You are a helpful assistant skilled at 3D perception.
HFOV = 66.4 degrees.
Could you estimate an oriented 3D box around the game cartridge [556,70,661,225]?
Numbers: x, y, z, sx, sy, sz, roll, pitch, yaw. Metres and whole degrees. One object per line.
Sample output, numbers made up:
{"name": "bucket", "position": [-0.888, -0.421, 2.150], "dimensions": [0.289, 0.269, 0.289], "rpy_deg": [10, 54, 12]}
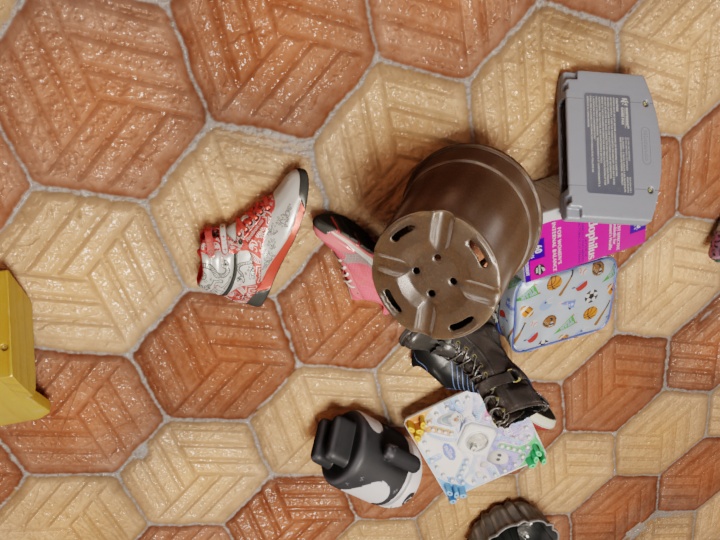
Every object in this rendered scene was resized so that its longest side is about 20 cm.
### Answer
{"name": "game cartridge", "position": [0.331, -0.162, 0.734], "dimensions": [0.129, 0.042, 0.206], "rpy_deg": [4, 80, -7]}

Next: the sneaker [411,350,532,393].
{"name": "sneaker", "position": [0.174, 0.162, 0.879], "dimensions": [0.197, 0.070, 0.079], "rpy_deg": [30, 125, 10]}

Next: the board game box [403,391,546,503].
{"name": "board game box", "position": [0.201, 0.295, 0.946], "dimensions": [0.196, 0.026, 0.203], "rpy_deg": [-26, 112, 10]}

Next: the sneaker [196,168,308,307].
{"name": "sneaker", "position": [-0.146, -0.050, 0.714], "dimensions": [0.106, 0.068, 0.205], "rpy_deg": [17, 114, -25]}

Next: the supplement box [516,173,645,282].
{"name": "supplement box", "position": [0.302, -0.076, 0.804], "dimensions": [0.195, 0.104, 0.103], "rpy_deg": [-19, 119, -7]}

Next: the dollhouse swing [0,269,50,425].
{"name": "dollhouse swing", "position": [-0.520, 0.110, 0.715], "dimensions": [0.194, 0.176, 0.187], "rpy_deg": [-8, 78, -10]}

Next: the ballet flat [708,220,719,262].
{"name": "ballet flat", "position": [0.657, -0.093, 0.919], "dimensions": [0.197, 0.069, 0.072], "rpy_deg": [-31, 103, -3]}

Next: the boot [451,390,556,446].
{"name": "boot", "position": [0.242, 0.276, 0.990], "dimensions": [0.195, 0.073, 0.147], "rpy_deg": [21, 111, -15]}

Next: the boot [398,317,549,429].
{"name": "boot", "position": [0.164, 0.140, 0.780], "dimensions": [0.195, 0.177, 0.070], "rpy_deg": [-1, 138, -29]}

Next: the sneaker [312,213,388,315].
{"name": "sneaker", "position": [0.000, 0.000, 0.777], "dimensions": [0.198, 0.074, 0.087], "rpy_deg": [35, 106, -28]}

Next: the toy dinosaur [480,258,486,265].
{"name": "toy dinosaur", "position": [0.163, 0.028, 0.843], "dimensions": [0.103, 0.061, 0.203], "rpy_deg": [-15, 142, -11]}

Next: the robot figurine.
{"name": "robot figurine", "position": [0.013, 0.314, 0.911], "dimensions": [0.198, 0.150, 0.126], "rpy_deg": [34, 92, -27]}

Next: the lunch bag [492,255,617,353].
{"name": "lunch bag", "position": [0.308, 0.047, 0.886], "dimensions": [0.194, 0.076, 0.164], "rpy_deg": [-12, 122, -10]}

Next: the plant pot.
{"name": "plant pot", "position": [0.113, -0.033, 0.674], "dimensions": [0.195, 0.198, 0.206], "rpy_deg": [10, 117, 20]}

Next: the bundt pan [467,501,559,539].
{"name": "bundt pan", "position": [0.310, 0.562, 1.149], "dimensions": [0.196, 0.076, 0.207], "rpy_deg": [-6, 119, -11]}
